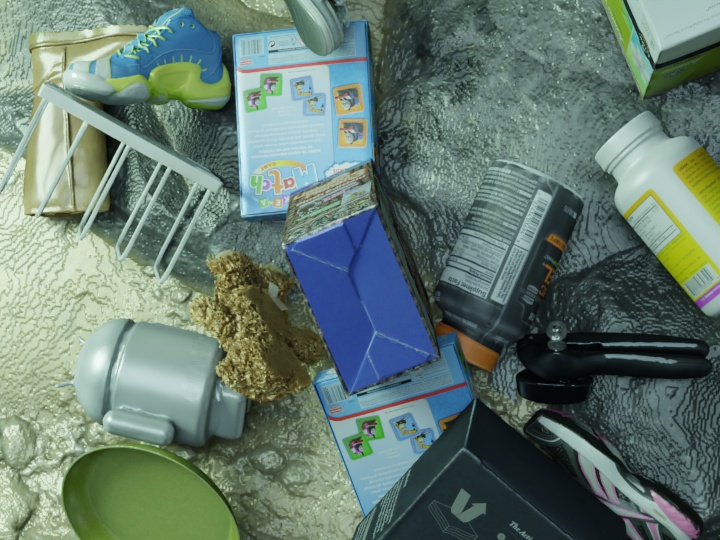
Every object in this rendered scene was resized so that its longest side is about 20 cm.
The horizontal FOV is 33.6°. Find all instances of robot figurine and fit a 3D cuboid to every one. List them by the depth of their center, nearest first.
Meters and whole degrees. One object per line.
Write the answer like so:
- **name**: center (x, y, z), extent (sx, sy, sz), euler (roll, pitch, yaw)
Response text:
- **robot figurine**: center (-0.210, 0.115, 1.237), extent (0.197, 0.170, 0.114), euler (12, 122, 1)

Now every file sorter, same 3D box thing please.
- **file sorter**: center (-0.264, -0.092, 1.234), extent (0.198, 0.139, 0.126), euler (29, 92, -16)

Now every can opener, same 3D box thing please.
- **can opener**: center (0.255, 0.087, 1.211), extent (0.197, 0.079, 0.064), euler (-5, 43, 5)

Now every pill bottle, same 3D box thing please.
- **pill bottle**: center (0.325, -0.060, 1.188), extent (0.104, 0.104, 0.201), euler (-38, 79, 3)
- **pill bottle**: center (0.141, -0.001, 1.209), extent (0.105, 0.106, 0.202), euler (24, 88, 11)

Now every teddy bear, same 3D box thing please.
- **teddy bear**: center (-0.108, 0.059, 1.218), extent (0.067, 0.144, 0.201), euler (-48, 52, 29)

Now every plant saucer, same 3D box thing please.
- **plant saucer**: center (-0.211, 0.249, 1.224), extent (0.197, 0.031, 0.202), euler (9, 124, 13)

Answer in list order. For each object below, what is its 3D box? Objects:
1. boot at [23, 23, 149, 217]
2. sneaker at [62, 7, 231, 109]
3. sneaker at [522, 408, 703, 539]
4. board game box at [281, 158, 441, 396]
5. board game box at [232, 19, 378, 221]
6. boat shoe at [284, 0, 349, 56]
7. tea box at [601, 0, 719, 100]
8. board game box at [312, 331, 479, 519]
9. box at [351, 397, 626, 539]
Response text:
- **boot**: center (-0.291, -0.164, 1.326), extent (0.173, 0.066, 0.203), euler (-3, 85, 12)
- **sneaker**: center (-0.225, -0.229, 1.263), extent (0.075, 0.198, 0.107), euler (3, 93, 44)
- **sneaker**: center (0.236, 0.222, 1.183), extent (0.199, 0.080, 0.087), euler (39, 100, 17)
- **board game box**: center (0.000, 0.000, 1.160), extent (0.096, 0.200, 0.161), euler (-22, 105, 6)
- **board game box**: center (-0.058, -0.161, 1.289), extent (0.149, 0.037, 0.203), euler (-5, 81, 8)
- **boat shoe**: center (-0.049, -0.297, 1.259), extent (0.064, 0.075, 0.203), euler (-21, 39, -2)
- **tea box**: center (0.351, -0.283, 1.164), extent (0.198, 0.197, 0.135), euler (-22, 81, 5)
- **board game box**: center (0.057, 0.177, 1.189), extent (0.149, 0.037, 0.202), euler (-17, 103, 14)
- **box**: center (0.116, 0.269, 1.125), extent (0.196, 0.118, 0.200), euler (39, 111, -3)
